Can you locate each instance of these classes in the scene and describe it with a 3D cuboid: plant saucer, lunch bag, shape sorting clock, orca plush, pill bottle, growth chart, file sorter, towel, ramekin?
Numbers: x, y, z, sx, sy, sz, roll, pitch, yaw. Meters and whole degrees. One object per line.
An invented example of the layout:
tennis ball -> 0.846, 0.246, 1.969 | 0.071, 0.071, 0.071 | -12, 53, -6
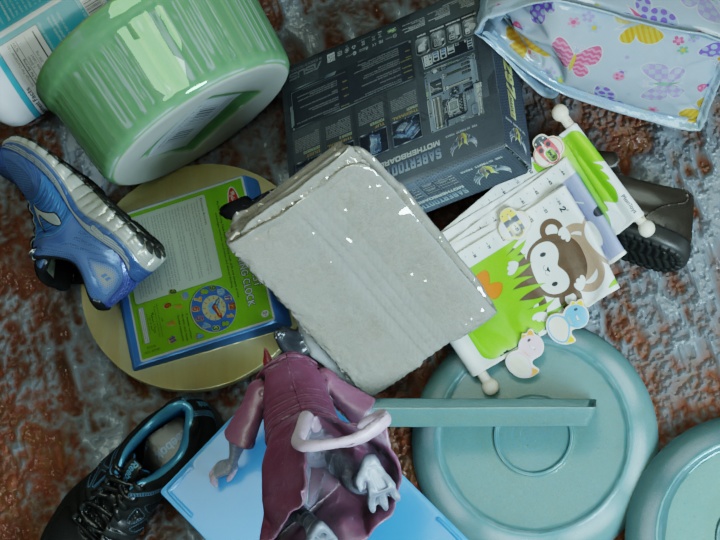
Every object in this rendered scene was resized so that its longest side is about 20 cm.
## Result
plant saucer -> 0.085, 0.111, 1.637 | 0.198, 0.070, 0.019 | -1, 92, 7
lunch bag -> 0.197, -0.221, 1.674 | 0.198, 0.128, 0.171 | 15, 50, -3
shape sorting clock -> -0.133, 0.006, 1.731 | 0.198, 0.039, 0.202 | -5, 67, 12
orca plush -> -0.042, 0.007, 1.674 | 0.105, 0.071, 0.200 | -45, 118, 6
plant saucer -> 0.138, 0.134, 1.672 | 0.198, 0.027, 0.202 | -2, 75, 6
pill bottle -> -0.269, -0.196, 1.764 | 0.199, 0.111, 0.111 | -31, 74, -2
growth chart -> 0.134, -0.011, 1.655 | 0.200, 0.018, 0.145 | -44, 83, 11
file sorter -> -0.029, 0.200, 1.625 | 0.200, 0.123, 0.139 | 43, 84, 15
towel -> 0.000, 0.000, 1.615 | 0.132, 0.200, 0.035 | -33, 30, 13
ramekin -> -0.153, -0.156, 1.698 | 0.199, 0.200, 0.098 | -33, 80, -2
plant saucer -> 0.306, 0.210, 1.622 | 0.198, 0.027, 0.202 | 0, 78, 2

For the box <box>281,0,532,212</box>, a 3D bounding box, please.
box -> 0.033, -0.122, 1.688 | 0.199, 0.051, 0.159 | -22, 56, 24

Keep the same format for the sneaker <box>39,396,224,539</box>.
sneaker -> -0.194, 0.175, 1.673 | 0.073, 0.082, 0.200 | 39, 84, 13

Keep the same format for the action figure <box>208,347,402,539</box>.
action figure -> -0.049, 0.114, 1.510 | 0.133, 0.150, 0.201 | -16, 42, -6

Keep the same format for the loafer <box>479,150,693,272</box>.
loafer -> 0.181, -0.064, 1.701 | 0.198, 0.073, 0.072 | 24, 68, 10

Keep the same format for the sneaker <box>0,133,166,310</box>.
sneaker -> -0.249, -0.038, 1.722 | 0.089, 0.078, 0.200 | -50, 53, 1
